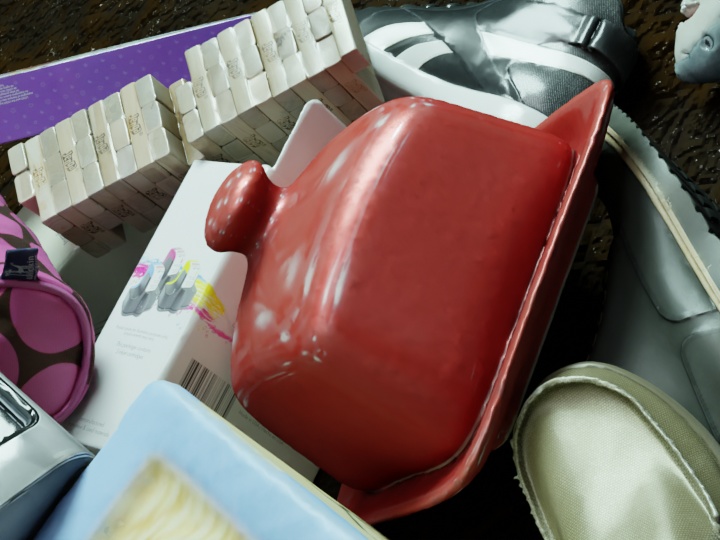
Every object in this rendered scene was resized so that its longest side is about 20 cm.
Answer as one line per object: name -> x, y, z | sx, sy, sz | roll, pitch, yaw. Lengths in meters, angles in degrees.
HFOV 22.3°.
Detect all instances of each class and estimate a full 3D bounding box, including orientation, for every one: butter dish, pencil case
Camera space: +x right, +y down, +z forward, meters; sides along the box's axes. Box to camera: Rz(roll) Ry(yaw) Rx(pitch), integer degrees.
butter dish -> 0.000, 0.000, 0.820 | 0.201, 0.147, 0.200 | -68, 12, -19
pencil case -> -0.198, 0.006, 0.920 | 0.200, 0.093, 0.091 | 36, 110, 61

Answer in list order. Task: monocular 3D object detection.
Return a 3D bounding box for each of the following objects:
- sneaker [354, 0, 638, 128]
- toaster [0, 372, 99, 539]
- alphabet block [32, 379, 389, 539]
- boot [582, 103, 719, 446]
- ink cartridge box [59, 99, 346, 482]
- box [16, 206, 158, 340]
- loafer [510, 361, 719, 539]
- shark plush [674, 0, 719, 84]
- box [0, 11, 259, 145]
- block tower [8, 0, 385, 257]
sneaker -> 0.067, -0.123, 0.967 | 0.199, 0.073, 0.112 | 29, 77, 42
toaster -> -0.202, 0.103, 0.772 | 0.118, 0.201, 0.181 | -36, 59, -29
alphabet block -> -0.028, 0.196, 0.690 | 0.197, 0.200, 0.195 | -52, 40, -4
boot -> 0.110, 0.026, 0.801 | 0.138, 0.077, 0.200 | -44, 38, 14
ink cartridge box -> -0.054, 0.025, 0.917 | 0.068, 0.115, 0.201 | 8, 65, 48
box -> -0.179, 0.021, 1.036 | 0.200, 0.068, 0.082 | -49, 38, 2
loafer -> 0.114, 0.113, 0.686 | 0.076, 0.067, 0.201 | -44, 56, 18
shark plush -> 0.241, -0.120, 0.829 | 0.199, 0.091, 0.084 | 8, 84, 24
box -> -0.141, -0.110, 1.058 | 0.198, 0.039, 0.137 | -13, 9, 7
block tower -> -0.082, -0.076, 0.946 | 0.199, 0.058, 0.054 | -27, 60, 16
